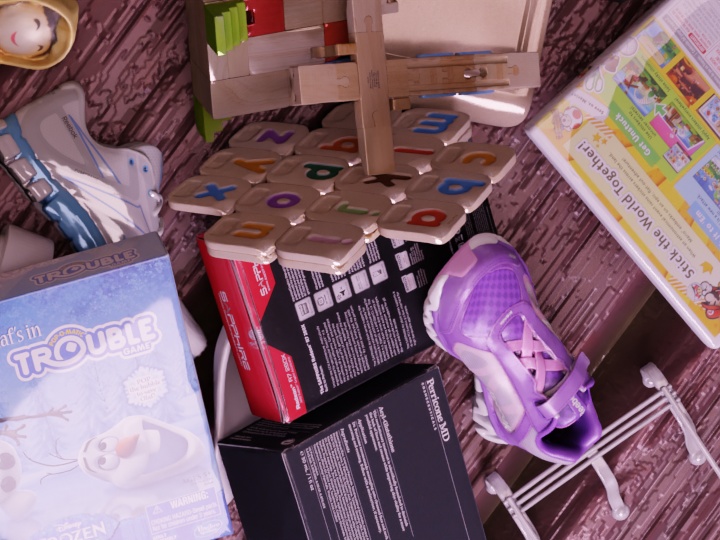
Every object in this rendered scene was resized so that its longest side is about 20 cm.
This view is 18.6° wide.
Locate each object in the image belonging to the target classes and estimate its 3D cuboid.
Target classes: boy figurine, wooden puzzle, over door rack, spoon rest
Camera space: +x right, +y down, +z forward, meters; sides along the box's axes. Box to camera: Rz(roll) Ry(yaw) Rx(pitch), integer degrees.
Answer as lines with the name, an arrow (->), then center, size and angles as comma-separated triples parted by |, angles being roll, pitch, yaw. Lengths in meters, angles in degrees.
boy figurine -> -0.269, -0.138, 1.355 | 0.199, 0.064, 0.125 | -8, 118, -19
wooden puzzle -> 0.039, -0.205, 1.434 | 0.184, 0.037, 0.201 | 10, 102, -13
over door rack -> 0.196, 0.186, 1.506 | 0.147, 0.067, 0.201 | -34, 84, -4
spoon rest -> -0.081, 0.092, 1.437 | 0.099, 0.061, 0.201 | 30, 96, -49

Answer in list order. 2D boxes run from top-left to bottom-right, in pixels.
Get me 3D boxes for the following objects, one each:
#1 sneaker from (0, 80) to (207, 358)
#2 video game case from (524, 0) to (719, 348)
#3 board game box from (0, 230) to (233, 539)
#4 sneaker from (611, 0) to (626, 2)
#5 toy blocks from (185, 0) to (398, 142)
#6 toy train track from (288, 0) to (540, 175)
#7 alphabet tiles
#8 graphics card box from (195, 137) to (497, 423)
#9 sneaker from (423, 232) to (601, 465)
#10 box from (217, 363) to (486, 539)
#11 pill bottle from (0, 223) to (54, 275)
sneaker -> -0.149, -0.034, 1.404 | 0.087, 0.075, 0.200 | -39, 105, -9
video game case -> 0.236, -0.081, 1.451 | 0.182, 0.023, 0.200 | -43, 104, -2
board game box -> -0.194, 0.097, 1.340 | 0.199, 0.043, 0.200 | -16, 115, -9
sneaker -> 0.195, -0.281, 1.433 | 0.104, 0.060, 0.201 | -30, 130, -33
toy blocks -> -0.039, -0.183, 1.365 | 0.136, 0.100, 0.201 | -11, 116, -16
toy train track -> 0.031, -0.120, 1.374 | 0.199, 0.032, 0.116 | -8, 95, -39
alphabet tiles -> -0.011, -0.054, 1.362 | 0.194, 0.200, 0.015 | 7, 121, 26
graphics card box -> 0.000, 0.000, 1.412 | 0.199, 0.051, 0.126 | -27, 107, -30
sneaker -> 0.107, 0.058, 1.419 | 0.080, 0.088, 0.201 | -42, 138, -14
box -> 0.006, 0.178, 1.438 | 0.141, 0.079, 0.201 | -25, 107, -35
pill bottle -> -0.297, -0.009, 1.355 | 0.199, 0.110, 0.110 | 19, 95, -15
